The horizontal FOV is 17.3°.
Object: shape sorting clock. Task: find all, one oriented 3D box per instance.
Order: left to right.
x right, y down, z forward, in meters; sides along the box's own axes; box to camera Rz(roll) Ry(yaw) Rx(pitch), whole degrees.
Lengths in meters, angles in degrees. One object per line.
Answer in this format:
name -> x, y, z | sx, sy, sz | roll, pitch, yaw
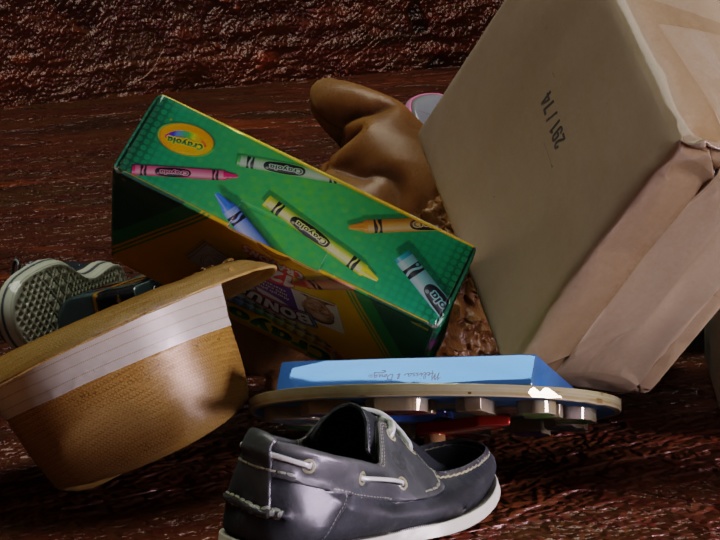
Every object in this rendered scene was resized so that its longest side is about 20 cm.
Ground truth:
shape sorting clock -> 0.039, 0.076, 1.263 | 0.198, 0.040, 0.200 | 2, -12, 0

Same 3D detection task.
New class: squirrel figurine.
squirrel figurine -> 0.000, 0.000, 1.464 | 0.199, 0.142, 0.187 | 19, 42, 32

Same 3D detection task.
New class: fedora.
fedora -> -0.123, 0.062, 1.258 | 0.199, 0.082, 0.201 | -24, -2, -1

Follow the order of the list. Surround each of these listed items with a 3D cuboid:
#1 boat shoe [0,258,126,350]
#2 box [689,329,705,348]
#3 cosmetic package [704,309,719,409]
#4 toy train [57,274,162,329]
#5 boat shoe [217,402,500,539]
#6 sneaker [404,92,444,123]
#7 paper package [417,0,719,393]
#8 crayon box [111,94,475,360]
boat shoe -> -0.213, 0.027, 1.611 | 0.062, 0.075, 0.200 | -5, 4, 12
box -> 0.162, 0.002, 1.656 | 0.198, 0.080, 0.141 | 1, 9, 15
cosmetic package -> 0.262, 0.042, 1.420 | 0.103, 0.074, 0.200 | -1, 9, 4
toy train -> -0.118, 0.027, 1.574 | 0.113, 0.086, 0.200 | -9, 7, 19
boat shoe -> 0.007, 0.097, 1.147 | 0.071, 0.068, 0.199 | 5, 6, 35
sneaker -> 0.074, -0.017, 1.575 | 0.095, 0.201, 0.079 | -40, -10, 36
paper package -> 0.136, -0.063, 1.306 | 0.103, 0.191, 0.201 | 12, 40, -30
crayon box -> -0.041, -0.010, 1.340 | 0.199, 0.058, 0.119 | 26, -24, 5
